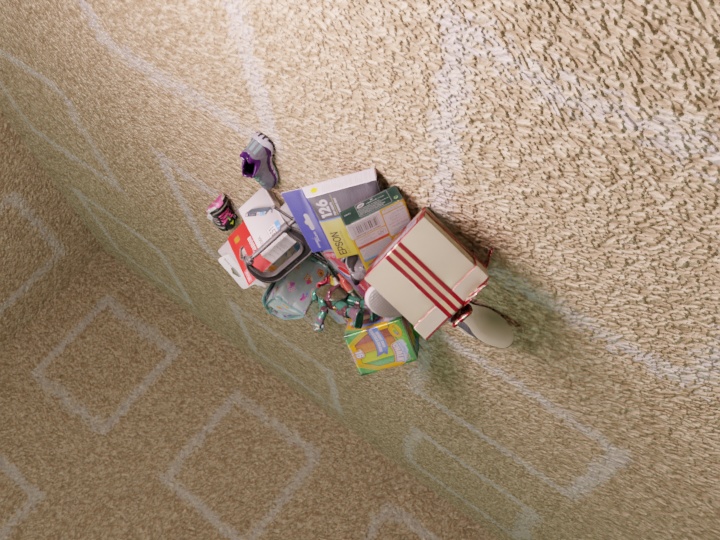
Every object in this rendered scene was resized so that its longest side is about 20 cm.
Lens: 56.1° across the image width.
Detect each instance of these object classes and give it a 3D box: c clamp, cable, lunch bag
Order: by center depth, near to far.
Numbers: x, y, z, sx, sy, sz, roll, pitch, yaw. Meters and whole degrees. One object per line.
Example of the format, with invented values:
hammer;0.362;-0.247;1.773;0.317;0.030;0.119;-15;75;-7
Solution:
c clamp;-0.200;-0.054;1.580;0.171;0.200;0.027;28;-152;-39
cable;-0.078;-0.003;1.820;0.200;0.050;0.097;49;153;-25
lunch bag;-0.194;0.050;1.946;0.122;0.171;0.200;34;160;-13

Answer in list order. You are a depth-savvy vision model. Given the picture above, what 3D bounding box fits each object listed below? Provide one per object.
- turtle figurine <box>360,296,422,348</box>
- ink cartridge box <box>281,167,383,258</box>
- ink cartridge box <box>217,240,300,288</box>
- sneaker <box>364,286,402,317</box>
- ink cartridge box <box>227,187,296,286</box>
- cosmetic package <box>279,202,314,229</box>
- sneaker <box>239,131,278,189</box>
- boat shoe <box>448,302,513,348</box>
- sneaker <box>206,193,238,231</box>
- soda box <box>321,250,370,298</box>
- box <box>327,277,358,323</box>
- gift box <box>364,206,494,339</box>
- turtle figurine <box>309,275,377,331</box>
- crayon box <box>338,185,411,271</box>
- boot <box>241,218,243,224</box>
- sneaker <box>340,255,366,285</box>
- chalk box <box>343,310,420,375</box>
turtle figurine;0.079;0.148;1.806;0.200;0.101;0.150;39;160;17
ink cartridge box;-0.037;-0.106;1.400;0.199;0.047;0.198;-15;139;9
ink cartridge box;-0.273;-0.054;1.833;0.125;0.200;0.129;9;144;52
sneaker;0.062;0.060;1.593;0.200;0.076;0.105;10;-165;-44
ink cartridge box;-0.259;-0.088;1.684;0.045;0.176;0.200;37;-165;-47
cosmetic package;-0.092;-0.129;1.556;0.113;0.081;0.200;50;155;-25
sneaker;-0.249;-0.238;1.586;0.074;0.088;0.200;34;158;15
boat shoe;0.250;0.114;1.484;0.200;0.071;0.063;30;163;29
sneaker;-0.405;-0.166;2.012;0.087;0.074;0.200;42;164;-5
soda box;0.000;0.000;1.669;0.200;0.070;0.063;48;159;-22
box;-0.067;0.089;1.997;0.156;0.041;0.200;45;159;-13
gift box;0.140;-0.001;1.251;0.187;0.200;0.185;44;-162;-4
turtle figurine;-0.062;0.085;1.661;0.199;0.150;0.101;13;132;36
crayon box;0.050;-0.065;1.378;0.200;0.125;0.052;64;-179;-45
boot;-0.302;-0.052;1.997;0.201;0.072;0.155;68;162;8
sneaker;0.039;0.000;1.543;0.200;0.116;0.075;25;155;33
chalk box;0.076;0.160;1.690;0.199;0.124;0.125;-19;109;14
